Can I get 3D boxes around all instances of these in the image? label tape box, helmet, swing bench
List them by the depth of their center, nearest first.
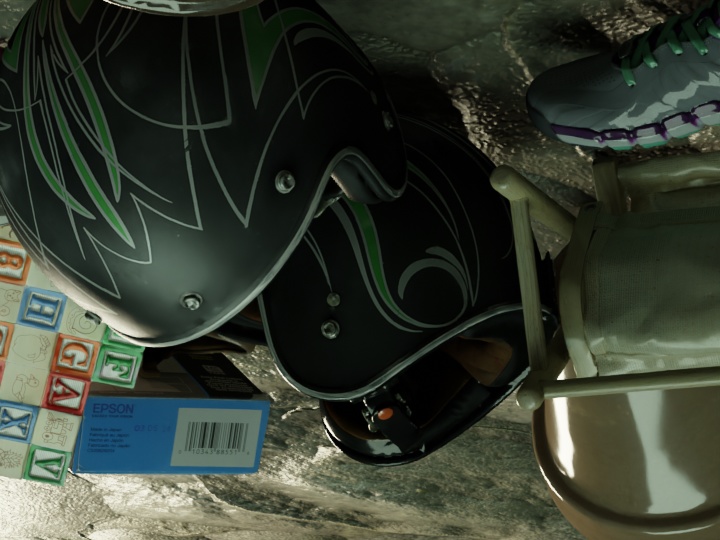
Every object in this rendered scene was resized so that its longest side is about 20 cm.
[{"bbox_3d":[-0.088,-0.064,0.957,0.200,0.200,0.191,-8,178,29],"label":"helmet"},{"bbox_3d":[0.202,-0.007,1.056,0.199,0.130,0.200,-6,-178,25],"label":"swing bench"},{"bbox_3d":[0.000,0.000,1.132,0.200,0.191,0.200,-27,153,-15],"label":"helmet"},{"bbox_3d":[-0.172,0.091,1.470,0.144,0.063,0.200,3,-165,-25],"label":"label tape box"}]

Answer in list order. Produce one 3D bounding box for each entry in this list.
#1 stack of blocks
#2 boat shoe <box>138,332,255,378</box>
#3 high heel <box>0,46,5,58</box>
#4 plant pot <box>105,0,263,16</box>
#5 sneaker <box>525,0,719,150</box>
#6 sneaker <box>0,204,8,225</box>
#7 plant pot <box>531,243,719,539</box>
[{"bbox_3d":[-0.203,0.041,1.288,0.115,0.059,0.200,13,113,-13],"label":"stack of blocks"},{"bbox_3d":[-0.159,0.039,1.399,0.202,0.075,0.075,-8,152,30],"label":"boat shoe"},{"bbox_3d":[-0.267,-0.087,1.116,0.200,0.096,0.067,10,156,-8],"label":"high heel"},{"bbox_3d":[-0.057,-0.199,0.686,0.187,0.200,0.187,5,156,2],"label":"plant pot"},{"bbox_3d":[0.178,-0.120,0.993,0.200,0.074,0.088,-6,132,17],"label":"sneaker"},{"bbox_3d":[-0.298,-0.075,1.179,0.200,0.078,0.079,25,147,-11],"label":"sneaker"},{"bbox_3d":[0.192,0.058,1.240,0.200,0.200,0.175,-3,140,21],"label":"plant pot"}]
